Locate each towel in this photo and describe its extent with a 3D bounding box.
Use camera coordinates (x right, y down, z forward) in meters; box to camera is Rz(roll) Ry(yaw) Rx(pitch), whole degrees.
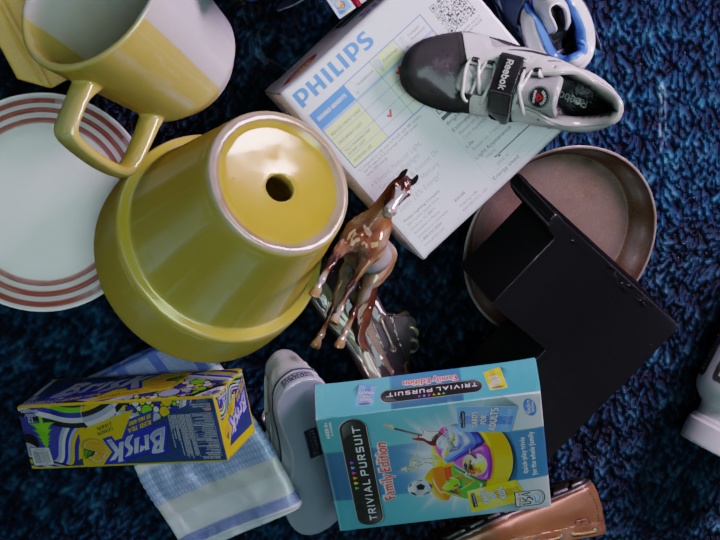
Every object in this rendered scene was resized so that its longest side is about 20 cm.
[{"bbox_3d":[-0.157,0.162,1.596,0.147,0.024,0.200,-24,102,27],"label":"towel"}]

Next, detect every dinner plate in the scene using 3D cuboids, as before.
[{"bbox_3d":[-0.290,-0.063,1.577,0.199,0.024,0.201,-1,97,-10],"label":"dinner plate"}]

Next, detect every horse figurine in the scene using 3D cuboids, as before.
[{"bbox_3d":[0.000,0.000,1.516,0.050,0.200,0.133,25,70,11],"label":"horse figurine"}]

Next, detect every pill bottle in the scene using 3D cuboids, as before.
[{"bbox_3d":[0.399,0.093,1.686,0.116,0.116,0.201,26,92,-13],"label":"pill bottle"}]

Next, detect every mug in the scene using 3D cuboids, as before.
[{"bbox_3d":[-0.197,-0.190,1.480,0.187,0.149,0.153,-47,142,4],"label":"mug"}]

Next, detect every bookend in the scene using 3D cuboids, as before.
[{"bbox_3d":[0.153,0.052,1.597,0.200,0.092,0.199,-47,124,8],"label":"bookend"}]

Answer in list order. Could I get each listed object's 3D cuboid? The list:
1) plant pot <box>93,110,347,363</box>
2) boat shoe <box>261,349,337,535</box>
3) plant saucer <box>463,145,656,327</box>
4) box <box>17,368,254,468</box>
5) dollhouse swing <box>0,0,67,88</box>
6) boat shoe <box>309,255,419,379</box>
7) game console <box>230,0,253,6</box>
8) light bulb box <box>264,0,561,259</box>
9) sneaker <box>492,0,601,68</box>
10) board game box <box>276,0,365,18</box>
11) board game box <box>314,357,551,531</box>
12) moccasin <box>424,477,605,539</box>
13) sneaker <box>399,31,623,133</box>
[{"bbox_3d":[-0.107,-0.040,1.494,0.200,0.189,0.202,11,66,-25],"label":"plant pot"},{"bbox_3d":[-0.062,0.156,1.628,0.074,0.086,0.203,-21,130,-12],"label":"boat shoe"},{"bbox_3d":[0.186,-0.032,1.643,0.199,0.035,0.201,-9,119,-16],"label":"plant saucer"},{"bbox_3d":[-0.202,0.134,1.549,0.199,0.070,0.065,-4,107,20],"label":"box"},{"bbox_3d":[-0.264,-0.279,1.488,0.199,0.182,0.176,-28,85,-7],"label":"dollhouse swing"},{"bbox_3d":[0.023,0.066,1.630,0.073,0.074,0.200,-36,104,-4],"label":"boat shoe"},{"bbox_3d":[-0.081,-0.316,1.482,0.170,0.200,0.119,-14,114,13],"label":"game console"},{"bbox_3d":[0.053,-0.154,1.580,0.198,0.125,0.200,-42,103,-3],"label":"light bulb box"},{"bbox_3d":[0.156,-0.269,1.573,0.080,0.146,0.201,-25,102,-7],"label":"sneaker"},{"bbox_3d":[0.017,-0.273,1.540,0.200,0.158,0.039,-35,103,-5],"label":"board game box"},{"bbox_3d":[0.068,0.160,1.563,0.199,0.047,0.151,-8,130,4],"label":"board game box"},{"bbox_3d":[0.144,0.267,1.685,0.201,0.074,0.078,-17,91,-18],"label":"moccasin"},{"bbox_3d":[0.135,-0.162,1.488,0.199,0.089,0.074,8,97,-11],"label":"sneaker"}]
